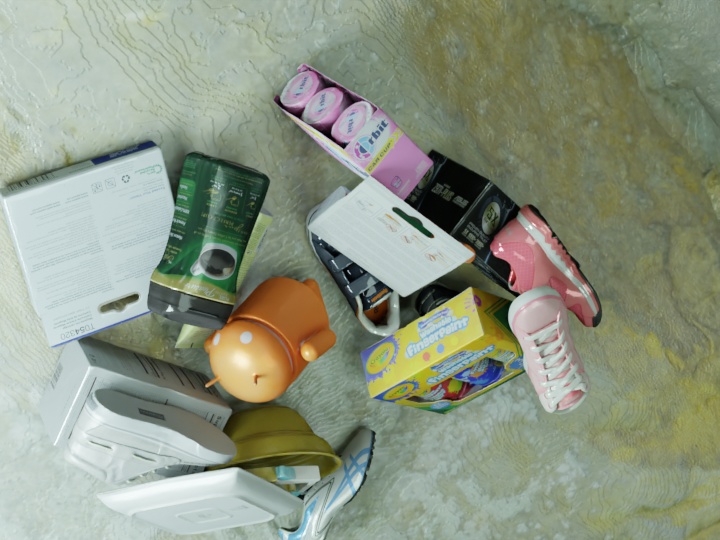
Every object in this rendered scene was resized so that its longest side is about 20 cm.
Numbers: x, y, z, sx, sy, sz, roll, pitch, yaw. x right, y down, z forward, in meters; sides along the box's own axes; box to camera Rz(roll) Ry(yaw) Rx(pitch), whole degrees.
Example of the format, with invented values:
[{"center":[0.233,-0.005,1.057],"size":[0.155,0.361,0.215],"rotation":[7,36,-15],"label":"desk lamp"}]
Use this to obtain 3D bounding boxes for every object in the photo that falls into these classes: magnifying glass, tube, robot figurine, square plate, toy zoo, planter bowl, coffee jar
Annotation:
[{"center":[0.086,-0.040,1.624],"size":[0.079,0.200,0.022],"rotation":[40,82,-28],"label":"magnifying glass"},{"center":[-0.174,0.009,1.606],"size":[0.058,0.052,0.202],"rotation":[21,99,-26],"label":"tube"},{"center":[-0.112,0.086,1.597],"size":[0.143,0.200,0.117],"rotation":[33,132,6],"label":"robot figurine"},{"center":[-0.197,0.296,1.598],"size":[0.196,0.029,0.200],"rotation":[-13,154,18],"label":"square plate"},{"center":[-0.137,0.288,1.667],"size":[0.130,0.200,0.021],"rotation":[0,66,-25],"label":"toy zoo"},{"center":[-0.127,0.229,1.670],"size":[0.198,0.200,0.084],"rotation":[1,66,-26],"label":"planter bowl"},{"center":[-0.184,-0.033,1.525],"size":[0.103,0.085,0.202],"rotation":[17,90,-35],"label":"coffee jar"}]

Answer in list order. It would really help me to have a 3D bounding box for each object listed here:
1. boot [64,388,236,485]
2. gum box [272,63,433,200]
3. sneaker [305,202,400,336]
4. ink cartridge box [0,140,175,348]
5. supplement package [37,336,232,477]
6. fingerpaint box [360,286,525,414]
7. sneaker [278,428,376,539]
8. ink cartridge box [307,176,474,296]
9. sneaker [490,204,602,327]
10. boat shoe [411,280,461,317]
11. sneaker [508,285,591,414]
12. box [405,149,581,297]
[{"center":[-0.252,0.214,1.516],"size":[0.199,0.074,0.096],"rotation":[24,108,-26],"label":"boot"},{"center":[-0.014,-0.170,1.533],"size":[0.066,0.200,0.113],"rotation":[-50,129,-1],"label":"gum box"},{"center":[0.000,0.000,1.671],"size":[0.078,0.079,0.201],"rotation":[-35,119,-8],"label":"sneaker"},{"center":[-0.312,-0.032,1.529],"size":[0.195,0.043,0.202],"rotation":[-20,118,-20],"label":"ink cartridge box"},{"center":[-0.280,0.173,1.583],"size":[0.199,0.109,0.115],"rotation":[23,98,-30],"label":"supplement package"},{"center":[0.129,0.113,1.695],"size":[0.199,0.074,0.166],"rotation":[-32,148,31],"label":"fingerpaint box"},{"center":[-0.044,0.304,1.775],"size":[0.072,0.072,0.201],"rotation":[33,86,-5],"label":"sneaker"},{"center":[0.040,-0.051,1.553],"size":[0.159,0.200,0.048],"rotation":[36,63,-11],"label":"ink cartridge box"},{"center":[0.232,0.007,1.610],"size":[0.086,0.074,0.201],"rotation":[-35,118,8],"label":"sneaker"},{"center":[0.165,0.072,1.784],"size":[0.198,0.068,0.073],"rotation":[18,99,-31],"label":"boat shoe"},{"center":[0.242,0.107,1.580],"size":[0.075,0.105,0.201],"rotation":[-24,143,-3],"label":"sneaker"},{"center":[0.169,-0.051,1.682],"size":[0.200,0.164,0.086],"rotation":[39,90,-31],"label":"box"}]
